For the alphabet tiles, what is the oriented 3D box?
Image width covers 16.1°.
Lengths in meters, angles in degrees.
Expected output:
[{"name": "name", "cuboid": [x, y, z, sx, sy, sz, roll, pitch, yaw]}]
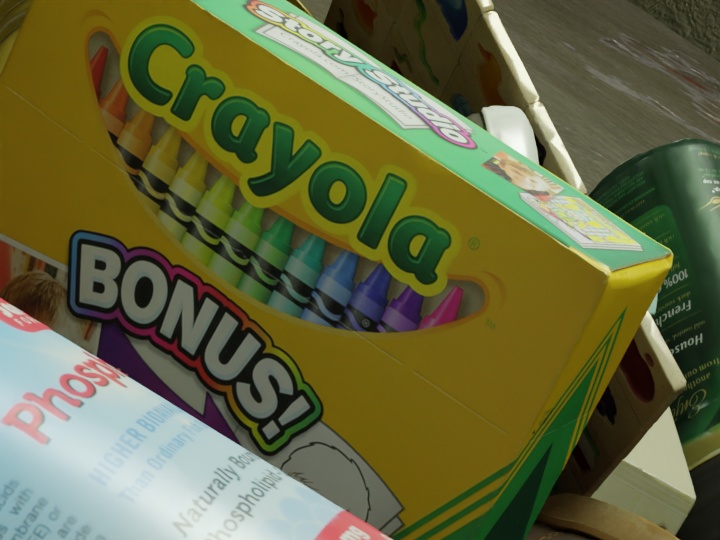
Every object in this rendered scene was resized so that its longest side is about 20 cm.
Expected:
[{"name": "alphabet tiles", "cuboid": [0.038, -0.020, 0.852, 0.201, 0.008, 0.167, 65, -19, 16]}]

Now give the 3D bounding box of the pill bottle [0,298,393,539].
[{"name": "pill bottle", "cuboid": [-0.085, 0.070, 0.601, 0.199, 0.109, 0.109, 31, 13, 7]}]

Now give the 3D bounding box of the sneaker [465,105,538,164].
[{"name": "sneaker", "cuboid": [-0.006, 0.027, 0.806, 0.081, 0.201, 0.077, 13, 39, -18]}]

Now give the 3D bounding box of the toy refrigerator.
[{"name": "toy refrigerator", "cuboid": [0.084, 0.078, 1.021, 0.070, 0.076, 0.200, 28, 12, -5]}]

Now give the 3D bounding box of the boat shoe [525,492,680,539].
[{"name": "boat shoe", "cuboid": [0.045, 0.106, 0.825, 0.070, 0.070, 0.200, 42, -11, -14]}]

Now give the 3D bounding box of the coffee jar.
[{"name": "coffee jar", "cuboid": [0.168, 0.046, 1.144, 0.104, 0.085, 0.201, 20, 46, -39]}]

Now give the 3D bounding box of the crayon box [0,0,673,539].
[{"name": "crayon box", "cuboid": [-0.033, 0.018, 0.757, 0.200, 0.173, 0.058, 34, 23, 20]}]

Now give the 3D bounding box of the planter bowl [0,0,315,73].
[{"name": "planter bowl", "cuboid": [-0.087, -0.027, 0.929, 0.200, 0.201, 0.083, 34, 48, 18]}]

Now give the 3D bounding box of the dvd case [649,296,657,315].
[{"name": "dvd case", "cuboid": [0.000, 0.000, 1.040, 0.199, 0.022, 0.146, 3, -1, 38]}]
